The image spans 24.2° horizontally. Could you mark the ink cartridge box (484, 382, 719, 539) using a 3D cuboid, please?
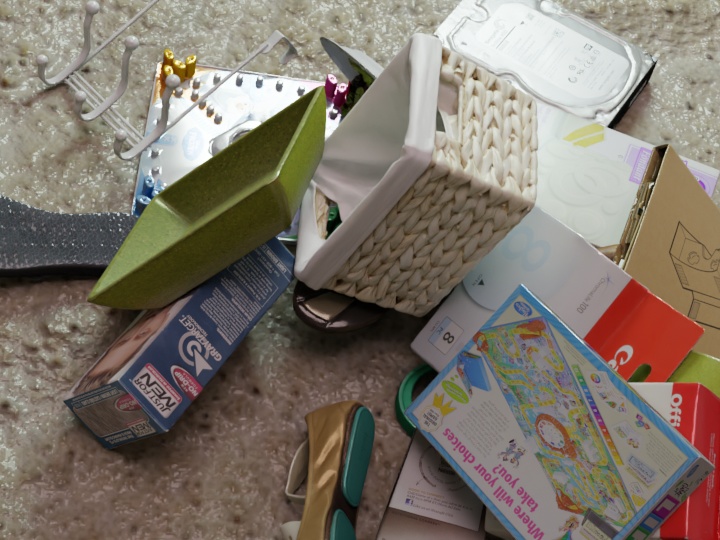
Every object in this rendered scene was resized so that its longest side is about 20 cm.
[{"bbox_3d":[0.199,0.144,1.227,0.200,0.067,0.116,-3,69,31],"label":"ink cartridge box"}]

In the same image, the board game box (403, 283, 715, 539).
[{"bbox_3d":[0.138,0.122,1.210,0.134,0.034,0.200,-47,54,6],"label":"board game box"}]

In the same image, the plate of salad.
[{"bbox_3d":[0.029,-0.132,1.509,0.048,0.200,0.200,-45,69,-1],"label":"plate of salad"}]

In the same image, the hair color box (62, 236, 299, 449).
[{"bbox_3d":[-0.144,0.051,1.373,0.061,0.100,0.200,49,54,-15],"label":"hair color box"}]

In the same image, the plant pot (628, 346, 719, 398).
[{"bbox_3d":[0.246,0.196,1.315,0.187,0.187,0.200,33,71,14],"label":"plant pot"}]

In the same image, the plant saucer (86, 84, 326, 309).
[{"bbox_3d":[-0.110,-0.050,1.372,0.048,0.200,0.200,51,25,-16],"label":"plant saucer"}]

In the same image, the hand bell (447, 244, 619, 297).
[{"bbox_3d":[0.179,-0.008,1.471,0.200,0.104,0.104,3,53,-2],"label":"hand bell"}]

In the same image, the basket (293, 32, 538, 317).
[{"bbox_3d":[0.046,-0.070,1.366,0.123,0.200,0.136,21,50,-20],"label":"basket"}]

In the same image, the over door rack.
[{"bbox_3d":[-0.184,-0.206,1.553,0.200,0.067,0.148,-35,56,-18],"label":"over door rack"}]

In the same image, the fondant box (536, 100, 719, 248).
[{"bbox_3d":[0.218,-0.064,1.561,0.200,0.058,0.144,22,53,5],"label":"fondant box"}]

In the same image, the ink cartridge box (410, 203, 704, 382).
[{"bbox_3d":[0.153,0.054,1.345,0.160,0.047,0.200,-51,44,1],"label":"ink cartridge box"}]

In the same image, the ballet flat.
[{"bbox_3d":[-0.031,0.194,1.331,0.063,0.069,0.200,-7,47,19],"label":"ballet flat"}]

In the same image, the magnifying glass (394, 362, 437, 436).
[{"bbox_3d":[0.125,0.102,1.442,0.200,0.022,0.080,-11,59,-20],"label":"magnifying glass"}]

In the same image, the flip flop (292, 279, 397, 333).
[{"bbox_3d":[0.000,0.000,1.477,0.081,0.058,0.200,34,38,0],"label":"flip flop"}]

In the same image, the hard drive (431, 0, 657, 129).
[{"bbox_3d":[0.180,-0.210,1.676,0.200,0.038,0.140,30,54,13],"label":"hard drive"}]

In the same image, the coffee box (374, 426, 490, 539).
[{"bbox_3d":[0.052,0.211,1.290,0.080,0.113,0.200,19,53,4],"label":"coffee box"}]

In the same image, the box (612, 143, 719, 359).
[{"bbox_3d":[0.296,0.012,1.464,0.200,0.021,0.164,47,49,-26],"label":"box"}]

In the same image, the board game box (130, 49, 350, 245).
[{"bbox_3d":[-0.101,-0.116,1.560,0.200,0.026,0.200,8,52,-5],"label":"board game box"}]

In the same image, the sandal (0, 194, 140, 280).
[{"bbox_3d":[-0.282,-0.020,1.452,0.200,0.043,0.076,8,59,-16],"label":"sandal"}]
